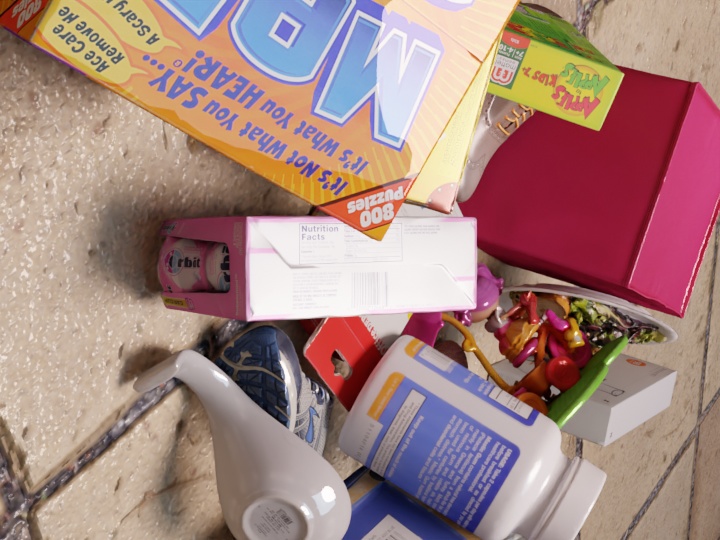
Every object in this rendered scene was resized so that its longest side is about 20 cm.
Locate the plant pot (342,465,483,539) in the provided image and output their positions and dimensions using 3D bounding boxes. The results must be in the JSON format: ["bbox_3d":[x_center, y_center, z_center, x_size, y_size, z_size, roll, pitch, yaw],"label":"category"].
[{"bbox_3d":[0.008,0.289,0.985,0.200,0.199,0.181,-32,148,-47],"label":"plant pot"}]

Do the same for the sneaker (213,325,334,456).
[{"bbox_3d":[-0.064,0.106,0.941,0.085,0.077,0.201,-50,153,-38],"label":"sneaker"}]

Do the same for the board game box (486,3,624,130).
[{"bbox_3d":[0.133,-0.175,0.954,0.200,0.101,0.048,-96,-156,-68],"label":"board game box"}]

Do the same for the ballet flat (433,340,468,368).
[{"bbox_3d":[0.048,0.160,1.144,0.067,0.068,0.201,19,89,-52],"label":"ballet flat"}]

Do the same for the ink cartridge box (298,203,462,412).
[{"bbox_3d":[0.000,0.000,0.975,0.201,0.067,0.116,-58,146,-19],"label":"ink cartridge box"}]

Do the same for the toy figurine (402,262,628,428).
[{"bbox_3d":[0.125,0.061,1.099,0.200,0.184,0.150,-41,174,-32],"label":"toy figurine"}]

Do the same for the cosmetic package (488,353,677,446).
[{"bbox_3d":[0.256,0.134,1.371,0.200,0.150,0.052,-13,118,-55],"label":"cosmetic package"}]

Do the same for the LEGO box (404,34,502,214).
[{"bbox_3d":[0.013,-0.155,0.840,0.148,0.077,0.201,13,97,-25],"label":"LEGO box"}]

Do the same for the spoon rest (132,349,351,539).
[{"bbox_3d":[-0.083,0.134,0.868,0.200,0.099,0.061,55,20,-19],"label":"spoon rest"}]

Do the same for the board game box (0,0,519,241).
[{"bbox_3d":[-0.059,-0.169,0.582,0.200,0.200,0.201,28,93,-38],"label":"board game box"}]

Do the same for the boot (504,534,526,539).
[{"bbox_3d":[0.217,0.295,1.486,0.200,0.067,0.131,-40,132,-42],"label":"boot"}]

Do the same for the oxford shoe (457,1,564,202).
[{"bbox_3d":[0.125,-0.150,1.082,0.071,0.073,0.201,19,91,-60],"label":"oxford shoe"}]

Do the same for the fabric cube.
[{"bbox_3d":[0.231,-0.086,1.165,0.200,0.198,0.197,21,87,-59],"label":"fabric cube"}]

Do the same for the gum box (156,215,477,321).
[{"bbox_3d":[-0.031,-0.004,0.817,0.199,0.113,0.067,-1,92,-36],"label":"gum box"}]

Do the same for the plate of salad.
[{"bbox_3d":[0.226,0.057,1.232,0.200,0.199,0.048,34,67,-58],"label":"plate of salad"}]

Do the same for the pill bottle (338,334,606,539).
[{"bbox_3d":[0.092,0.148,0.965,0.112,0.199,0.112,-56,169,-16],"label":"pill bottle"}]
